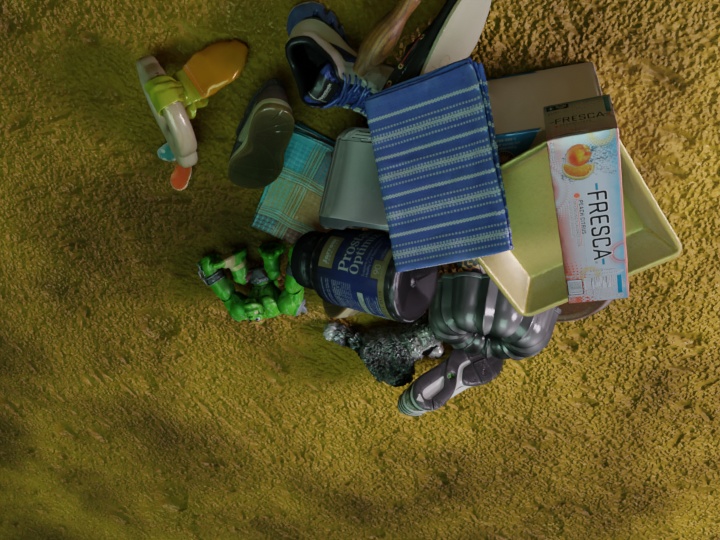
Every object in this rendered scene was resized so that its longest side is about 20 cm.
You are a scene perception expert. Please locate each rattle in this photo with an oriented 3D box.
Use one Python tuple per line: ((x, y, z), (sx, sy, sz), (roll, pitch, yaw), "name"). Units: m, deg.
((-0.220, -0.212, 0.922), (0.130, 0.143, 0.201), (35, 156, 25), "rattle")

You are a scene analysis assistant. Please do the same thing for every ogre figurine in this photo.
((-0.160, 0.022, 1.075), (0.198, 0.098, 0.121), (-14, 111, 6), "ogre figurine")

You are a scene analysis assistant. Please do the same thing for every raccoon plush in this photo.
((0.042, 0.105, 1.105), (0.198, 0.097, 0.135), (19, 125, -4), "raccoon plush")

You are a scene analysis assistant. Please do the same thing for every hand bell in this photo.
((0.055, -0.291, 0.712), (0.104, 0.105, 0.200), (33, 119, -17), "hand bell")

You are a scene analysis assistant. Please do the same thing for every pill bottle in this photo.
((0.000, 0.000, 0.944), (0.198, 0.112, 0.113), (12, 139, 38), "pill bottle")

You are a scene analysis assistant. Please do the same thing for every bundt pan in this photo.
((0.191, 0.077, 0.997), (0.199, 0.077, 0.202), (13, 160, 5), "bundt pan")

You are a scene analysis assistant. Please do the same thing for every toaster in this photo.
((0.045, -0.108, 0.857), (0.198, 0.114, 0.131), (10, 98, 17), "toaster")

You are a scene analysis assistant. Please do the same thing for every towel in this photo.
((-0.068, -0.106, 0.985), (0.145, 0.022, 0.201), (25, 132, -8), "towel")
((0.079, -0.107, 0.715), (0.143, 0.024, 0.203), (-10, 91, 33), "towel")

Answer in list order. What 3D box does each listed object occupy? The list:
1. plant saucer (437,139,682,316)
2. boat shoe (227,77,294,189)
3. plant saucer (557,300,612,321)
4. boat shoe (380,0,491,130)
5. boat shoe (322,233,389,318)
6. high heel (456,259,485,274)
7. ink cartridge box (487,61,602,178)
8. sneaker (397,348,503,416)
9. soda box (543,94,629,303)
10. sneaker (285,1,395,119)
((0.217, -0.060, 0.744), (0.199, 0.049, 0.200), (-27, 119, 30), "plant saucer")
((-0.132, -0.180, 0.907), (0.071, 0.067, 0.201), (11, 154, -17), "boat shoe")
((0.297, 0.012, 0.997), (0.198, 0.037, 0.202), (6, 132, 7), "plant saucer")
((0.080, -0.244, 0.762), (0.073, 0.063, 0.203), (14, 108, -55), "boat shoe")
((0.023, 0.008, 1.044), (0.064, 0.072, 0.200), (7, 144, -45), "boat shoe")
((0.107, -0.045, 0.972), (0.141, 0.072, 0.201), (-8, 124, 26), "high heel")
((0.222, -0.120, 0.822), (0.145, 0.145, 0.201), (-6, 129, 16), "ink cartridge box")
((0.139, 0.179, 1.117), (0.076, 0.199, 0.115), (63, 149, 9), "sneaker")
((0.224, -0.064, 0.662), (0.063, 0.069, 0.201), (-7, 128, 17), "soda box")
((-0.019, -0.221, 0.808), (0.199, 0.116, 0.080), (36, 130, -19), "sneaker")
